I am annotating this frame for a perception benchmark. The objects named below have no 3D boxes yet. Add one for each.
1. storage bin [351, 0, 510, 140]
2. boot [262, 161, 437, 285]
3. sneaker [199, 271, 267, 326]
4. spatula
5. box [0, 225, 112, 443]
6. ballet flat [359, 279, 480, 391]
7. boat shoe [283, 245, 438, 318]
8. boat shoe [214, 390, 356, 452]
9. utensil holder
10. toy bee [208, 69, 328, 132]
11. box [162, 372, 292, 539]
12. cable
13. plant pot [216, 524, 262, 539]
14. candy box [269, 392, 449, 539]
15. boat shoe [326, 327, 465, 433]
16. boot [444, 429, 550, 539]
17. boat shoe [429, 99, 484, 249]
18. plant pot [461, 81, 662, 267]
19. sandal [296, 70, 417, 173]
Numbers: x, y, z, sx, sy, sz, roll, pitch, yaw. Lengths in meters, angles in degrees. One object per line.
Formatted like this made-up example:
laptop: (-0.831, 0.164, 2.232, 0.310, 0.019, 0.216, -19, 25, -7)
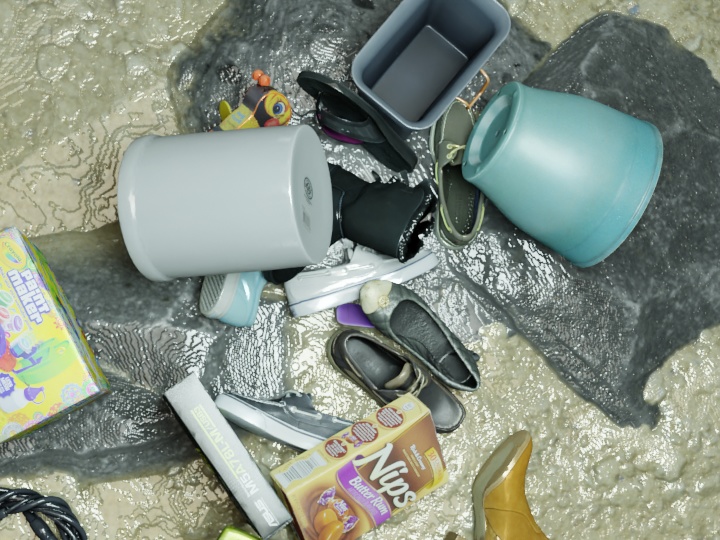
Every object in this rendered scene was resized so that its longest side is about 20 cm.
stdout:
storage bin: (0.087, -0.256, 1.341, 0.145, 0.134, 0.200, 39, 79, 1)
boot: (-0.008, -0.046, 1.288, 0.162, 0.074, 0.199, 19, 58, 22)
sneaker: (-0.136, -0.023, 1.321, 0.082, 0.074, 0.201, 29, 72, -35)
spatula: (0.063, 0.081, 1.349, 0.199, 0.057, 0.021, 22, 114, -14)
box: (-0.385, 0.076, 1.192, 0.122, 0.193, 0.201, -27, 88, -12)
ballet flat: (0.079, 0.077, 1.299, 0.200, 0.057, 0.067, 40, 86, -20)
boat shoe: (0.000, 0.000, 1.328, 0.199, 0.074, 0.066, -19, 91, -12)
boat shoe: (-0.082, 0.180, 1.293, 0.199, 0.072, 0.068, 23, 74, -12)
utensil holder: (-0.147, -0.079, 1.197, 0.199, 0.170, 0.171, -5, 83, 15)
toy bee: (-0.133, -0.191, 1.313, 0.130, 0.109, 0.200, 17, 54, 35)
box: (-0.158, 0.210, 1.212, 0.047, 0.200, 0.194, -37, 91, -14)
cable: (-0.424, 0.333, 1.227, 0.199, 0.051, 0.164, 13, 81, -7)
plant pot: (-0.114, 0.412, 1.204, 0.199, 0.181, 0.200, 27, 80, -6)
candy box: (0.003, 0.246, 1.263, 0.199, 0.056, 0.117, -29, 122, -18)
boat shoe: (0.045, 0.142, 1.318, 0.199, 0.073, 0.075, 31, 80, -5)
boot: (0.204, 0.319, 1.334, 0.144, 0.071, 0.202, 34, 82, -10)
boat shoe: (0.130, -0.131, 1.373, 0.072, 0.060, 0.203, 1, 83, -10)
plant pot: (0.235, -0.132, 1.306, 0.187, 0.200, 0.201, 24, 80, -16)
sandal: (-0.005, -0.175, 1.314, 0.200, 0.075, 0.048, 39, 71, -31)
